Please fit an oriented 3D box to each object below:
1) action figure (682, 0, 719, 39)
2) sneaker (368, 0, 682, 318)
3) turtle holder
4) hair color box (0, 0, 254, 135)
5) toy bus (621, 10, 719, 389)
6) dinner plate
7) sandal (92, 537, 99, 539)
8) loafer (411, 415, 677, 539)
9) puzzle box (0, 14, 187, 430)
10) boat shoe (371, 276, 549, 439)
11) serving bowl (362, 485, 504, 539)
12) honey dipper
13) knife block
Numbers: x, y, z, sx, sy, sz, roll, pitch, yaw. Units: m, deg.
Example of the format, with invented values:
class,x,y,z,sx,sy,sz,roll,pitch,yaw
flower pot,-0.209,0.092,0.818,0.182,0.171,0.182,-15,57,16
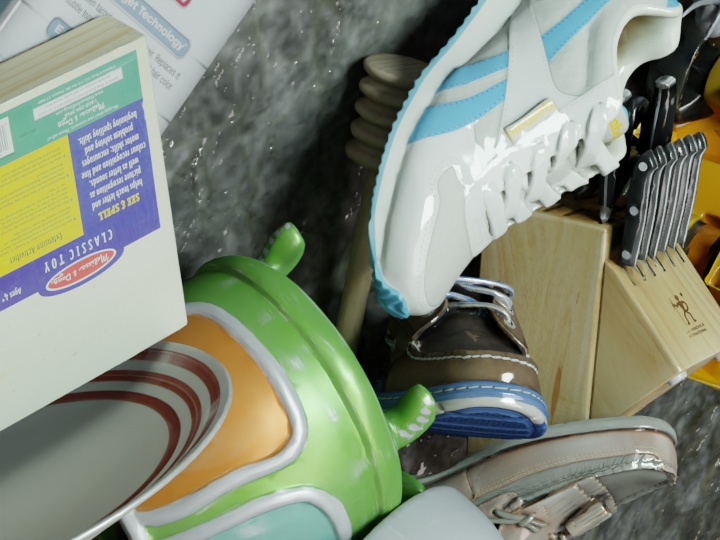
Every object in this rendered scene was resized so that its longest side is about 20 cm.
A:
class,x,y,z,sx,sy,sz,roll,pitch,yaw
action figure,0.211,-0.185,1.104,0.200,0.130,0.069,-55,-176,-26
sneaker,0.070,-0.061,0.991,0.200,0.081,0.077,-58,157,-20
turtle holder,-0.062,0.077,0.964,0.132,0.186,0.141,-34,94,-22
hair color box,-0.134,-0.060,0.840,0.200,0.061,0.099,-55,141,-4
toy bus,0.218,-0.034,1.196,0.200,0.136,0.192,-64,155,3
dinner plate,-0.139,0.079,0.816,0.200,0.200,0.024,-31,112,-31
sandal,-0.202,0.138,0.885,0.212,0.078,0.070,5,144,-32
loafer,0.058,0.123,1.074,0.200,0.063,0.072,-15,149,14
puzzle box,-0.152,0.007,0.795,0.200,0.025,0.133,-30,132,-31
boat shoe,0.039,0.038,1.026,0.072,0.200,0.072,7,85,-11
serving bowl,0.012,0.194,0.966,0.200,0.066,0.200,-50,159,-27
honey dipper,0.000,0.000,1.040,0.038,0.038,0.200,-9,119,-44
knife block,0.093,-0.006,1.108,0.200,0.176,0.064,-40,167,37
